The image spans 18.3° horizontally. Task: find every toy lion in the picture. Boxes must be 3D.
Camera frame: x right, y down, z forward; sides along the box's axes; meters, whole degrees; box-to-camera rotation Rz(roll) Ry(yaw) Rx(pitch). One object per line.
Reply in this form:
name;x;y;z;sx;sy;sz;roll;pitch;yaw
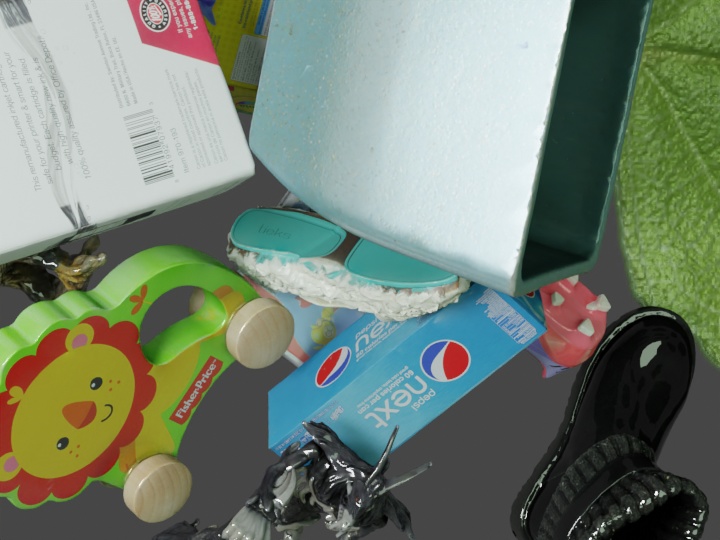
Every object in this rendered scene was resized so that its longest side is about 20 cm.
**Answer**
toy lion;-0.162;0.069;1.444;0.200;0.069;0.191;-56;139;1

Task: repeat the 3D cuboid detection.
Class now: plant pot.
plant pot;0.048;-0.111;1.364;0.199;0.196;0.197;15;100;19

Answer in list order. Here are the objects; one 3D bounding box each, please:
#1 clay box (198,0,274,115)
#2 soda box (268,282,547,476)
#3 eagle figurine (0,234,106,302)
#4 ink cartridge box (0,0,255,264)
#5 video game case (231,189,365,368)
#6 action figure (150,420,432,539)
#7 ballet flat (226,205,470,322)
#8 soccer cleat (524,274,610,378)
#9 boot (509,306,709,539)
clay box;-0.123;-0.175;1.470;0.199;0.048;0.115;13;71;6
soda box;0.029;0.062;1.501;0.200;0.068;0.064;-39;116;20
eagle figurine;-0.267;-0.010;1.421;0.199;0.151;0.153;14;87;-14
ink cartridge box;-0.185;-0.092;1.355;0.199;0.083;0.146;-18;89;-22
video game case;0.009;-0.018;1.567;0.143;0.017;0.200;37;83;-15
action figure;-0.044;0.176;1.475;0.119;0.200;0.102;43;37;-24
ballet flat;0.000;0.000;1.470;0.072;0.199;0.072;-19;115;-47
soccer cleat;0.085;-0.007;1.551;0.200;0.076;0.067;43;44;-1
boot;0.194;0.127;1.553;0.079;0.158;0.212;28;85;-15
